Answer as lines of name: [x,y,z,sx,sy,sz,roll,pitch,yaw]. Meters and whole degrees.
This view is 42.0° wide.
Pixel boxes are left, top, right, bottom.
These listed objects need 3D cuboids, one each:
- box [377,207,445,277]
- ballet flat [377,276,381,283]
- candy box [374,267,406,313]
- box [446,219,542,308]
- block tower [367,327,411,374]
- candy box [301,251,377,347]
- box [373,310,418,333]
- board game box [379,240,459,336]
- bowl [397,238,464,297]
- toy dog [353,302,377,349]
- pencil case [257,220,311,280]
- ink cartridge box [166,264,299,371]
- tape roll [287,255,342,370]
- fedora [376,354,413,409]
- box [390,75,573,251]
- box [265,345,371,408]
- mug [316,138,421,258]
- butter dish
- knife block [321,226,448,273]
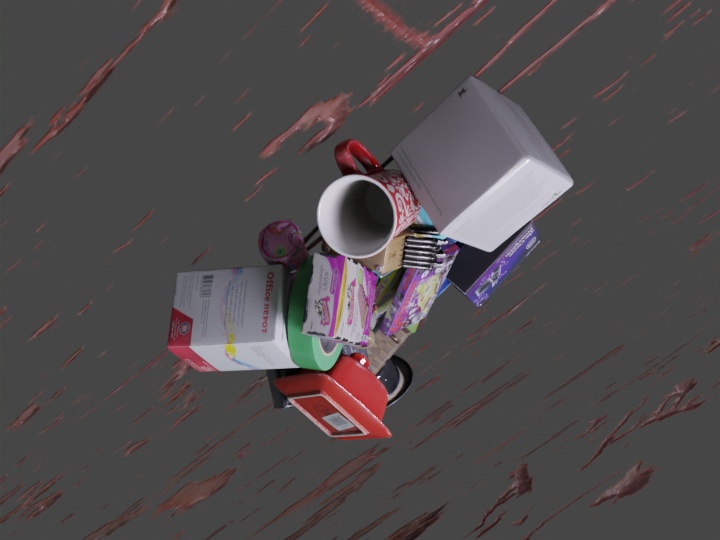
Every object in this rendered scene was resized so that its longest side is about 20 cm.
box: [0.099,-0.075,1.762,0.200,0.082,0.049,-32,-169,6]
ballet flat: [0.000,0.000,1.824,0.200,0.065,0.071,-22,132,-65]
candy box: [0.077,0.008,1.884,0.102,0.026,0.200,-25,150,-56]
box: [0.272,-0.031,1.930,0.200,0.079,0.141,-48,159,3]
block tower: [0.029,0.186,2.031,0.200,0.054,0.058,-51,167,11]
candy box: [-0.031,0.053,1.584,0.061,0.136,0.200,6,174,18]
box: [0.071,0.093,2.075,0.144,0.036,0.200,-15,148,-20]
board game box: [0.114,0.037,1.828,0.120,0.032,0.200,-19,146,-37]
bowl: [0.153,-0.005,1.918,0.201,0.039,0.201,-40,158,-20]
toy dog: [-0.045,0.082,1.799,0.200,0.132,0.096,-5,146,-26]
pencil case: [-0.119,-0.012,1.689,0.087,0.087,0.200,-27,149,-1]
ink cartridge box: [-0.211,0.087,1.641,0.200,0.145,0.145,-4,154,15]
tape roll: [-0.070,0.074,1.649,0.048,0.201,0.200,5,157,17]
fedora: [0.019,0.230,2.133,0.200,0.201,0.092,-25,125,-3]
box: [0.203,-0.174,1.578,0.200,0.199,0.171,-41,148,23]
box: [-0.091,0.191,1.937,0.200,0.149,0.107,-12,176,-17]
mug: [0.028,-0.125,1.550,0.200,0.133,0.178,-31,131,-67]
butter dish: [-0.031,0.224,1.812,0.200,0.199,0.148,-18,-147,53]
knife block: [0.053,-0.053,1.704,0.176,0.200,0.064,-18,122,-53]
